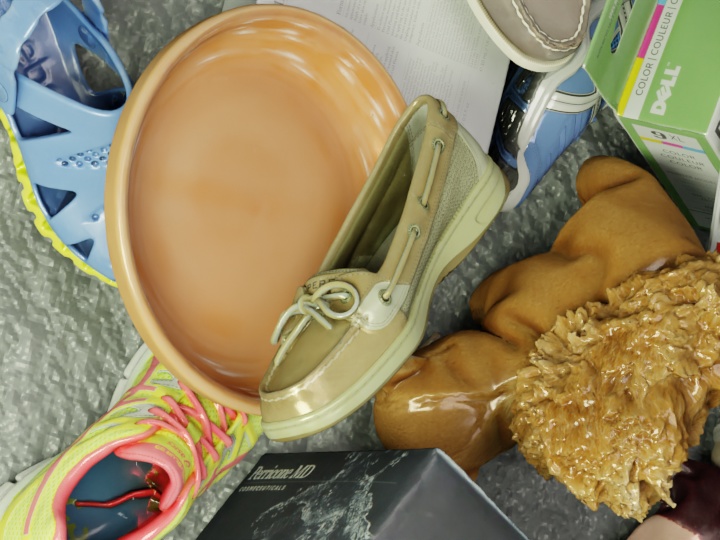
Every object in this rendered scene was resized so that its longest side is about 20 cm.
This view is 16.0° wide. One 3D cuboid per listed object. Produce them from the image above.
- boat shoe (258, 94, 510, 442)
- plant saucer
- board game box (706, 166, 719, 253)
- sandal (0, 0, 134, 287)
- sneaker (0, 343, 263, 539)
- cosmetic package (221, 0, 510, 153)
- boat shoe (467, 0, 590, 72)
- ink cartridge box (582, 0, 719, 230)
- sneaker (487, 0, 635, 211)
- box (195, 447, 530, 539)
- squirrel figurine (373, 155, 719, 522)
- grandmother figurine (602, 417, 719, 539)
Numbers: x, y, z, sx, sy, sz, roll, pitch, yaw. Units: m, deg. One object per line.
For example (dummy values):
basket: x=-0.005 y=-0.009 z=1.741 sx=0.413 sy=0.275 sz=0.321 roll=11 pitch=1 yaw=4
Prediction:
boat shoe: x=0.002 y=-0.001 z=1.231 sx=0.063 sy=0.073 sz=0.201 roll=52 pitch=54 yaw=-21
plant saucer: x=-0.048 y=-0.029 z=1.256 sx=0.200 sy=0.037 sz=0.201 roll=1 pitch=88 yaw=-41
board game box: x=0.237 y=-0.100 z=1.368 sx=0.126 sy=0.035 sz=0.201 roll=-12 pitch=113 yaw=-58
sandal: x=-0.134 y=-0.072 z=1.257 sx=0.079 sy=0.087 sz=0.200 roll=-43 pitch=107 yaw=-25
sneaker: x=-0.096 y=0.090 z=1.262 sx=0.200 sy=0.090 sz=0.078 roll=-46 pitch=105 yaw=-24
cosmetic package: x=0.012 y=-0.160 z=1.358 sx=0.150 sy=0.052 sz=0.201 roll=20 pitch=78 yaw=-27
boat shoe: x=0.083 y=-0.205 z=1.330 sx=0.072 sy=0.059 sz=0.201 roll=-8 pitch=83 yaw=-29
ink cartridge box: x=0.193 y=-0.103 z=1.387 sx=0.200 sy=0.059 sz=0.104 roll=45 pitch=64 yaw=-56
sneaker: x=0.127 y=-0.112 z=1.400 sx=0.077 sy=0.076 sz=0.200 roll=36 pitch=72 yaw=-16
box: x=-0.028 y=0.195 z=1.230 sx=0.117 sy=0.197 sz=0.200 roll=46 pitch=68 yaw=-16
squirrel figurine: x=0.102 y=0.049 z=1.313 sx=0.186 sy=0.200 sz=0.142 roll=-24 pitch=107 yaw=-14
grandmother figurine: x=0.178 y=0.150 z=1.421 sx=0.121 sy=0.061 sz=0.200 roll=44 pitch=66 yaw=-6
